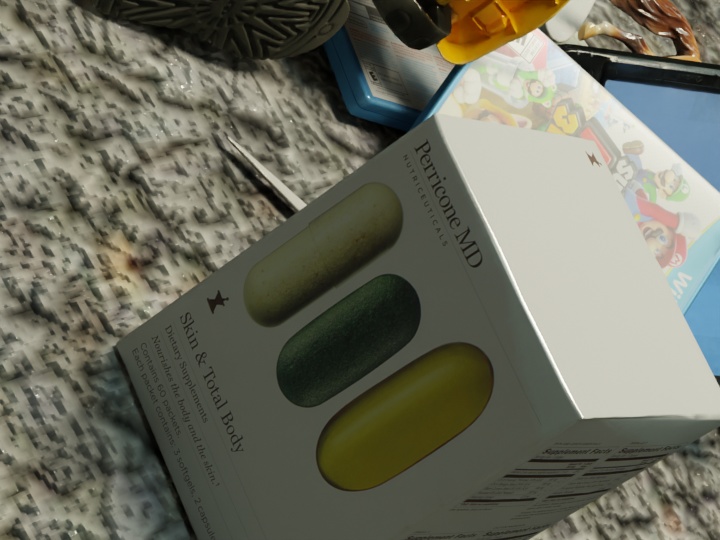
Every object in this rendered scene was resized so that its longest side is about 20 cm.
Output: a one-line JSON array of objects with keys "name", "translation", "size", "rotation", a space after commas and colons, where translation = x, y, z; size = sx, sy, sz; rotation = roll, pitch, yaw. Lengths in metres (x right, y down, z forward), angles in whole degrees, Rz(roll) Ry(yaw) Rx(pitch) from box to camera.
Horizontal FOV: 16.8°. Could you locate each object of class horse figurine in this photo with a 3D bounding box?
[{"name": "horse figurine", "translation": [0.172, -0.087, 1.545], "size": [0.132, 0.201, 0.050], "rotation": [8, 9, -29]}]

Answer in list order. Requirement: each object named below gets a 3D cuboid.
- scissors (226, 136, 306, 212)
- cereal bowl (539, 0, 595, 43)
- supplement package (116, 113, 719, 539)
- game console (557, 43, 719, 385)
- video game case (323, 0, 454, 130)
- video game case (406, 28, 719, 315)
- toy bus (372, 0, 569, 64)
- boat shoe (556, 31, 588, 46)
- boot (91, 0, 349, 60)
[{"name": "scissors", "translation": [0.000, 0.000, 1.315], "size": [0.200, 0.014, 0.073], "rotation": [37, 35, -35]}, {"name": "cereal bowl", "translation": [0.108, -0.247, 1.516], "size": [0.083, 0.201, 0.200], "rotation": [16, 22, 17]}, {"name": "supplement package", "translation": [0.028, 0.049, 1.108], "size": [0.150, 0.200, 0.152], "rotation": [4, 56, -56]}, {"name": "game console", "translation": [0.193, -0.028, 1.477], "size": [0.199, 0.177, 0.116], "rotation": [5, 24, -26]}, {"name": "video game case", "translation": [0.008, -0.170, 1.489], "size": [0.143, 0.018, 0.201], "rotation": [12, 51, -52]}, {"name": "video game case", "translation": [0.117, -0.038, 1.423], "size": [0.200, 0.018, 0.143], "rotation": [40, 71, -15]}, {"name": "toy bus", "translation": [0.031, -0.244, 1.375], "size": [0.200, 0.135, 0.192], "rotation": [45, 19, -37]}, {"name": "boat shoe", "translation": [0.093, -0.167, 1.608], "size": [0.073, 0.062, 0.200], "rotation": [-21, 70, -28]}, {"name": "boot", "translation": [-0.102, -0.220, 1.330], "size": [0.181, 0.073, 0.201], "rotation": [15, 42, -43]}]
